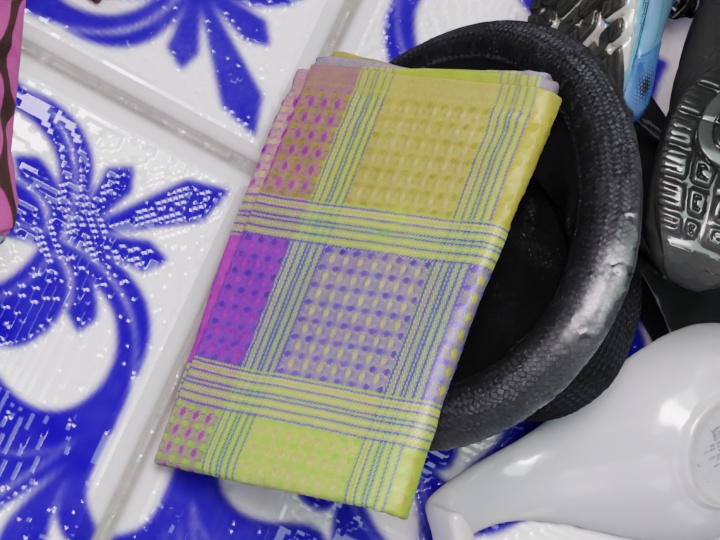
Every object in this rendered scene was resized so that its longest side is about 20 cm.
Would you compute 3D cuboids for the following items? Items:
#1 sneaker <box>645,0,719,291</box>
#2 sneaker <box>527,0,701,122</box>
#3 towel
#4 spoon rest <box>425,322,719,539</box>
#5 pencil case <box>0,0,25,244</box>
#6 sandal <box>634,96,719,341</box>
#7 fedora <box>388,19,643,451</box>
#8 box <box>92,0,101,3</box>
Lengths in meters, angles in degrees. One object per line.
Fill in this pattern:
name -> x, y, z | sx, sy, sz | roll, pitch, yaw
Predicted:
sneaker -> 0.163, -0.067, 1.258 | 0.076, 0.091, 0.200 | 27, 58, -5
sneaker -> 0.140, -0.140, 1.342 | 0.090, 0.078, 0.200 | 32, 52, -20
towel -> 0.000, 0.000, 1.232 | 0.023, 0.144, 0.200 | 35, 70, -46
spoon rest -> 0.108, 0.086, 1.289 | 0.200, 0.061, 0.099 | -18, 108, -29
pencil case -> -0.177, -0.107, 1.192 | 0.094, 0.091, 0.200 | -7, 101, -54
sandal -> 0.131, -0.031, 1.339 | 0.076, 0.043, 0.200 | -37, 89, -24
fedora -> 0.059, -0.004, 1.268 | 0.092, 0.200, 0.201 | 36, 61, -45
box -> -0.101, -0.229, 1.302 | 0.100, 0.075, 0.200 | 33, 65, -7
